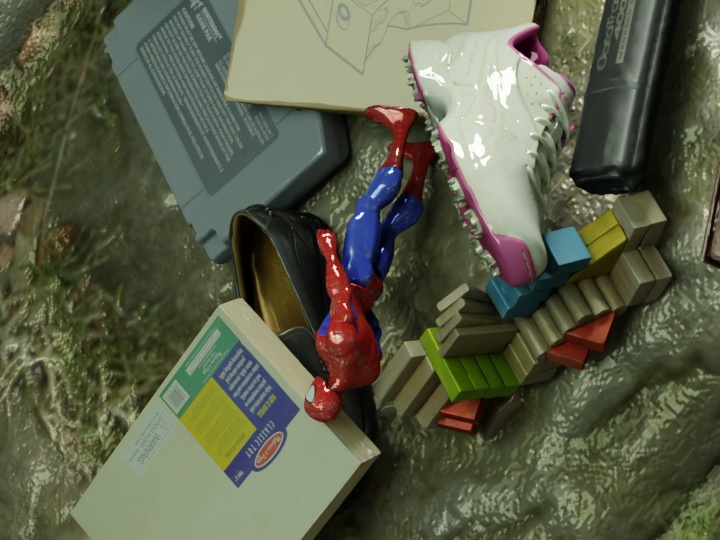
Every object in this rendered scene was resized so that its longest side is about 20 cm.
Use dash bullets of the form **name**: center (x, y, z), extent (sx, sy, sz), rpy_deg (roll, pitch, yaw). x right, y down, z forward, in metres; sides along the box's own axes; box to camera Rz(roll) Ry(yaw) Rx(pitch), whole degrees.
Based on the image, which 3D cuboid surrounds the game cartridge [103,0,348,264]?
- **game cartridge**: center (-0.087, -0.120, 1.461), extent (0.133, 0.040, 0.200), rpy_deg (-41, 59, 24)

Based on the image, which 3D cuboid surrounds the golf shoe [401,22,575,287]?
- **golf shoe**: center (0.085, -0.075, 1.257), extent (0.091, 0.075, 0.200), rpy_deg (-19, 46, 3)

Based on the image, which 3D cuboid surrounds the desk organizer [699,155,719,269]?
- **desk organizer**: center (0.251, -0.092, 1.196), extent (0.077, 0.072, 0.201), rpy_deg (9, 84, 34)

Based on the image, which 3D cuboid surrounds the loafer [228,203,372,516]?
- **loafer**: center (-0.046, 0.054, 1.367), extent (0.073, 0.072, 0.201), rpy_deg (-25, 66, 27)

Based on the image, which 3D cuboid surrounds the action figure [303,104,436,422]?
- **action figure**: center (0.000, 0.000, 1.321), extent (0.051, 0.065, 0.201), rpy_deg (2, 60, 21)

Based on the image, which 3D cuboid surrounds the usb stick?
- **usb stick**: center (0.160, -0.140, 1.277), extent (0.055, 0.033, 0.201), rpy_deg (-9, 65, 57)

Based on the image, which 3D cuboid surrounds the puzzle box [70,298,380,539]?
- **puzzle box**: center (-0.086, 0.132, 1.356), extent (0.133, 0.025, 0.200), rpy_deg (48, 122, 16)

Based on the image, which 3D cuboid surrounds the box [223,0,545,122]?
- **box**: center (0.020, -0.175, 1.379), extent (0.199, 0.021, 0.164), rpy_deg (8, 84, 21)

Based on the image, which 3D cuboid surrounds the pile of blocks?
- **pile of blocks**: center (0.097, 0.035, 1.266), extent (0.200, 0.082, 0.062), rpy_deg (-40, 59, 20)
